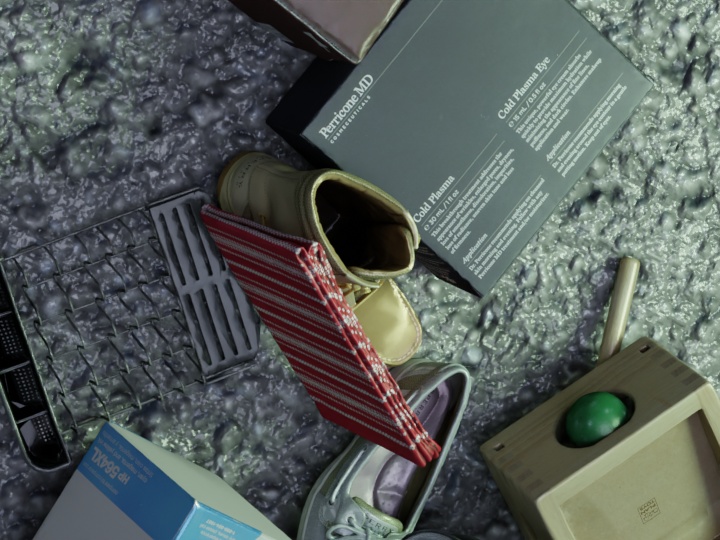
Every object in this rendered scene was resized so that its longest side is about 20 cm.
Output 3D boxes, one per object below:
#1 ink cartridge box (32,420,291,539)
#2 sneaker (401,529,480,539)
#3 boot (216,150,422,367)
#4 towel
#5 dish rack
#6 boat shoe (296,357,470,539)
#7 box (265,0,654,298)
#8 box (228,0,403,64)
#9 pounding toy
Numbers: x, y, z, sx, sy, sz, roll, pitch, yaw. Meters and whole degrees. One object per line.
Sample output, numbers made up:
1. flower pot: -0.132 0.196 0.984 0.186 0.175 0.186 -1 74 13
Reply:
1. ink cartridge box: -0.157 0.233 1.524 0.128 0.125 0.201 33 91 -45
2. sneaker: 0.058 0.236 1.586 0.113 0.200 0.076 19 56 -27
3. boot: 0.000 0.000 1.538 0.073 0.155 0.200 -46 114 -17
4. towel: -0.028 0.044 1.531 0.022 0.144 0.201 -41 120 -19
5. dish rack: -0.166 0.035 1.552 0.198 0.055 0.155 -21 105 -13
6. boat shoe: 0.018 0.155 1.602 0.074 0.065 0.203 35 75 -19
7. box: 0.070 -0.119 1.572 0.182 0.104 0.200 41 85 -19
8. box: -0.028 -0.270 1.486 0.164 0.166 0.201 36 87 -19
9. pounding toy: 0.195 0.135 1.649 0.183 0.142 0.201 -33 117 -9
